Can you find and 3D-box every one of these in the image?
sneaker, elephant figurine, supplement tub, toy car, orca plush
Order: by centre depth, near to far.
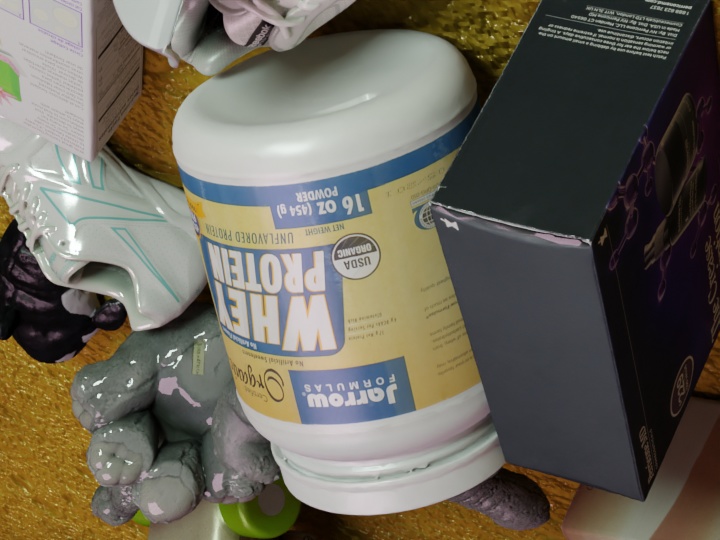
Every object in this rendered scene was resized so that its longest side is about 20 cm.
[{"bbox_3d":[-0.019,-0.138,0.929,0.075,0.081,0.200,43,149,-17],"label":"sneaker"},{"bbox_3d":[0.000,0.000,1.000,0.145,0.145,0.200,7,120,38],"label":"supplement tub"},{"bbox_3d":[0.029,0.071,1.178,0.200,0.142,0.155,20,-166,4],"label":"elephant figurine"},{"bbox_3d":[-0.175,-0.042,1.239,0.200,0.080,0.070,34,154,-3],"label":"sneaker"},{"bbox_3d":[-0.122,0.086,1.355,0.200,0.155,0.142,178,72,-85],"label":"elephant figurine"},{"bbox_3d":[-0.210,0.021,1.382,0.105,0.071,0.200,34,152,-5],"label":"orca plush"},{"bbox_3d":[-0.056,0.214,1.522,0.200,0.158,0.164,14,169,-35],"label":"toy car"}]

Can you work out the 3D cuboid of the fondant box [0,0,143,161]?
[{"bbox_3d":[-0.187,-0.157,1.087,0.144,0.058,0.200,27,151,8],"label":"fondant box"}]

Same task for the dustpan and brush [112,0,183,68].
[{"bbox_3d":[-0.079,-0.159,0.938,0.057,0.140,0.200,18,-179,-29],"label":"dustpan and brush"}]

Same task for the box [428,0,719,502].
[{"bbox_3d":[0.108,-0.012,0.941,0.079,0.141,0.200,17,149,26],"label":"box"}]

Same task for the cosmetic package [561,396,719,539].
[{"bbox_3d":[0.222,0.137,1.111,0.200,0.103,0.087,6,144,37],"label":"cosmetic package"}]
